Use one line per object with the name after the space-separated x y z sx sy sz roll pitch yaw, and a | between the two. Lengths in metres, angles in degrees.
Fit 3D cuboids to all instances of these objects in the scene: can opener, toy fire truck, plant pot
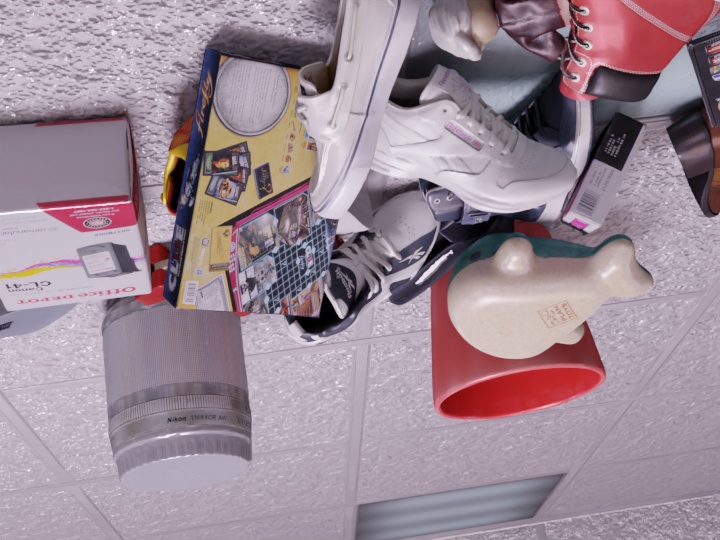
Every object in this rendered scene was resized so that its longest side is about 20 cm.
0.093 -0.030 1.258 0.078 0.064 0.200 29 136 -21 | can opener
-0.125 -0.004 1.252 0.197 0.050 0.141 -21 153 22 | toy fire truck
0.160 0.054 1.329 0.197 0.180 0.201 -9 159 -3 | plant pot

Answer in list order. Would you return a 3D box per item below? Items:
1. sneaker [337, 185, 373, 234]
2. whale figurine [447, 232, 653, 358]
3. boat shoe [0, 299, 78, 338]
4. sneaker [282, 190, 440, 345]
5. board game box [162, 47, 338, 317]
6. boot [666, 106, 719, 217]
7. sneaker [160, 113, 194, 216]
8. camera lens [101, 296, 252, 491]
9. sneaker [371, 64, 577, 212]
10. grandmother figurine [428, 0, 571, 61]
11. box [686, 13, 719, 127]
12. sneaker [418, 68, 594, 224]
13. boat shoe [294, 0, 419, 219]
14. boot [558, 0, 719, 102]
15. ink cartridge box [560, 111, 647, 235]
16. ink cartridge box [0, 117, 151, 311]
-0.078 -0.073 1.081 0.114 0.075 0.200 -14 152 20 | sneaker
0.181 0.006 1.163 0.198 0.105 0.159 -20 132 25 | whale figurine
-0.370 0.031 1.207 0.198 0.068 0.074 -23 160 -44 | boat shoe
0.000 0.000 1.159 0.198 0.080 0.130 -36 -179 5 | sneaker
-0.078 -0.066 0.965 0.134 0.204 0.035 5 -166 -32 | board game box
0.411 -0.139 1.171 0.198 0.069 0.188 -25 146 15 | boot
-0.147 -0.066 1.044 0.072 0.077 0.201 33 152 14 | sneaker
-0.205 0.128 1.328 0.157 0.203 0.160 -8 158 -3 | camera lens
0.087 -0.111 0.990 0.197 0.075 0.101 15 132 4 | sneaker
0.147 -0.204 0.893 0.197 0.061 0.122 -13 130 15 | grandmother figurine
0.376 -0.202 0.999 0.197 0.045 0.160 -17 156 17 | box
0.126 -0.110 1.073 0.143 0.078 0.204 2 146 -6 | sneaker
-0.017 -0.133 0.902 0.069 0.071 0.202 10 124 -17 | boat shoe
0.146 -0.190 0.822 0.197 0.073 0.145 21 131 -20 | boot
0.222 -0.085 1.105 0.037 0.096 0.200 25 -178 8 | ink cartridge box
-0.264 -0.046 1.052 0.145 0.087 0.201 -7 156 -7 | ink cartridge box
